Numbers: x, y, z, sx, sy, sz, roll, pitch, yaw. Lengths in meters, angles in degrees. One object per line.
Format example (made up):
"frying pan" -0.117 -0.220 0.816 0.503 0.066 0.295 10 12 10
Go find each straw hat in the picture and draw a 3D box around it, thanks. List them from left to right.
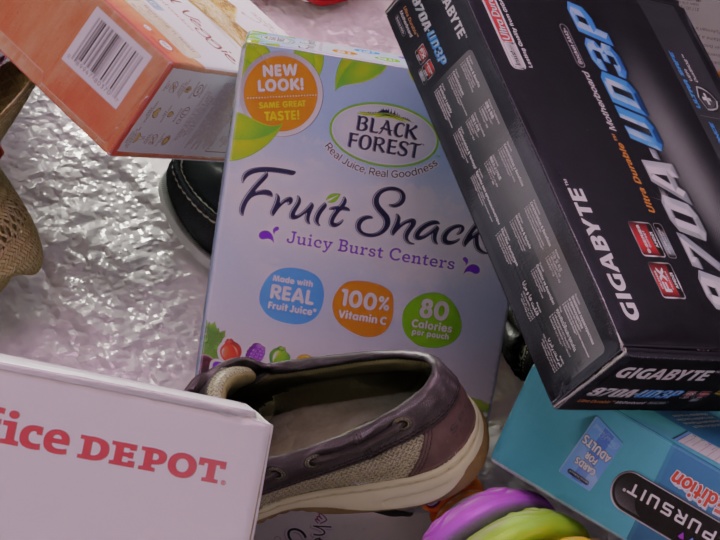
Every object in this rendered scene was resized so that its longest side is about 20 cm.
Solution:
"straw hat" -0.202 -0.017 1.001 0.085 0.200 0.201 52 46 -17

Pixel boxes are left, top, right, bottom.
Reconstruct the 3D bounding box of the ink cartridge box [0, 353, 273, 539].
"ink cartridge box" -0.123 0.135 0.762 0.144 0.084 0.202 12 90 -9

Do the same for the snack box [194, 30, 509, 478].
"snack box" 0.000 0.000 0.955 0.141 0.202 0.053 9 13 -3

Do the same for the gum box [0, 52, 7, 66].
"gum box" -0.211 -0.152 1.096 0.066 0.113 0.201 50 37 -18

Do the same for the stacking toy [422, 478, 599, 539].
"stacking toy" 0.063 0.130 0.834 0.109 0.117 0.200 -3 40 -33

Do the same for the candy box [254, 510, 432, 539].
"candy box" -0.036 0.167 0.880 0.198 0.061 0.137 8 46 -5

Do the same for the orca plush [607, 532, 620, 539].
"orca plush" 0.154 0.156 0.919 0.104 0.071 0.201 10 46 -1

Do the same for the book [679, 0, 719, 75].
"book" 0.176 -0.087 1.066 0.132 0.201 0.048 8 46 -3

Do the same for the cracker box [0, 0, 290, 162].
"cracker box" -0.105 -0.117 1.010 0.134 0.058 0.200 42 16 16

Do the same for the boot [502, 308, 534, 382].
"boot" 0.146 0.020 1.045 0.209 0.080 0.158 6 26 -28

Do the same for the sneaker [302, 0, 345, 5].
"sneaker" -0.017 -0.236 1.276 0.115 0.079 0.201 24 59 1

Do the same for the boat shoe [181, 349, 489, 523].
"boat shoe" -0.049 0.067 0.847 0.199 0.066 0.072 -9 42 14

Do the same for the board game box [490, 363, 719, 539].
"board game box" 0.172 0.105 0.850 0.199 0.047 0.151 30 12 26

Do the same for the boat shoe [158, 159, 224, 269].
"boat shoe" -0.027 -0.015 1.057 0.199 0.061 0.075 36 50 22

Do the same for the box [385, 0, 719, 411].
"box" 0.111 -0.036 0.861 0.158 0.046 0.201 5 53 -41
